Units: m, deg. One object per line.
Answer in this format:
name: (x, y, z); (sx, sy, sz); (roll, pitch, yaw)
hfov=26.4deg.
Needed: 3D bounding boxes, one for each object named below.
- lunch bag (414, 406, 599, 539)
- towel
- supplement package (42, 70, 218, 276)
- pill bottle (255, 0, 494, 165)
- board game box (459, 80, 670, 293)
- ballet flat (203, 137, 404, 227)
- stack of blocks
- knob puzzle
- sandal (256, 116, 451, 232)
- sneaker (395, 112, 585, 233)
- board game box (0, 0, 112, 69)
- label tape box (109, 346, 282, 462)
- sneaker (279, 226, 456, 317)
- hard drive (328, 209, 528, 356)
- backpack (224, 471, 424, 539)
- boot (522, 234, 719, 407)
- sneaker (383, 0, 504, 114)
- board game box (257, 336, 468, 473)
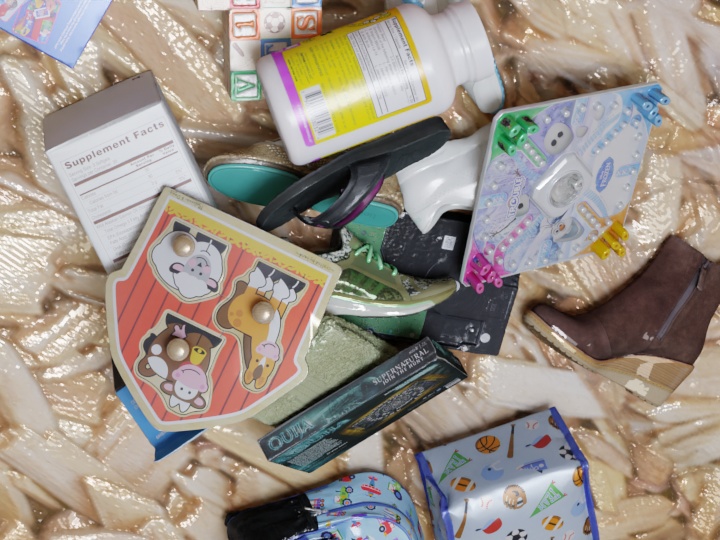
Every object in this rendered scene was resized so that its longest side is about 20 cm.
lunch bag: (0.164, 0.273, 1.644); (0.170, 0.124, 0.200); (-16, 127, -5)
towel: (-0.043, 0.109, 1.514); (0.148, 0.037, 0.200); (-35, 155, 8)
supplement package: (-0.200, -0.064, 1.431); (0.117, 0.117, 0.200); (-24, 114, -2)
pill bottle: (0.014, -0.174, 1.375); (0.200, 0.104, 0.104); (-20, 114, -3)
board game box: (0.201, -0.079, 1.498); (0.200, 0.026, 0.200); (-13, 132, -28)
ballet flat: (-0.053, -0.091, 1.460); (0.200, 0.065, 0.071); (14, 146, -21)
stack of blocks: (-0.096, -0.260, 1.408); (0.115, 0.059, 0.200); (-4, 112, -10)
knob puzzle: (-0.137, 0.051, 1.354); (0.219, 0.030, 0.220); (0, 91, 2)
sandal: (0.000, -0.079, 1.393); (0.200, 0.075, 0.048); (-27, 76, -13)
sneaker: (0.135, -0.098, 1.500); (0.200, 0.075, 0.089); (-22, 81, 6)
board game box: (-0.266, -0.300, 1.363); (0.134, 0.045, 0.200); (29, 103, -21)
label tape box: (-0.160, 0.080, 1.450); (0.143, 0.200, 0.066); (-35, 112, 3)
sneaker: (0.000, 0.000, 1.490); (0.200, 0.077, 0.089); (0, 94, -17)
hard drive: (0.062, 0.005, 1.558); (0.200, 0.038, 0.140); (9, 109, -16)
backpack: (-0.021, 0.316, 1.612); (0.200, 0.135, 0.183); (-20, 115, -7)
boot: (0.283, 0.034, 1.613); (0.200, 0.072, 0.167); (28, 91, -19)
sneaker: (0.069, -0.229, 1.453); (0.081, 0.077, 0.200); (-32, 107, 9)
board game box: (0.005, 0.138, 1.545); (0.200, 0.135, 0.028); (-32, 71, 7)
